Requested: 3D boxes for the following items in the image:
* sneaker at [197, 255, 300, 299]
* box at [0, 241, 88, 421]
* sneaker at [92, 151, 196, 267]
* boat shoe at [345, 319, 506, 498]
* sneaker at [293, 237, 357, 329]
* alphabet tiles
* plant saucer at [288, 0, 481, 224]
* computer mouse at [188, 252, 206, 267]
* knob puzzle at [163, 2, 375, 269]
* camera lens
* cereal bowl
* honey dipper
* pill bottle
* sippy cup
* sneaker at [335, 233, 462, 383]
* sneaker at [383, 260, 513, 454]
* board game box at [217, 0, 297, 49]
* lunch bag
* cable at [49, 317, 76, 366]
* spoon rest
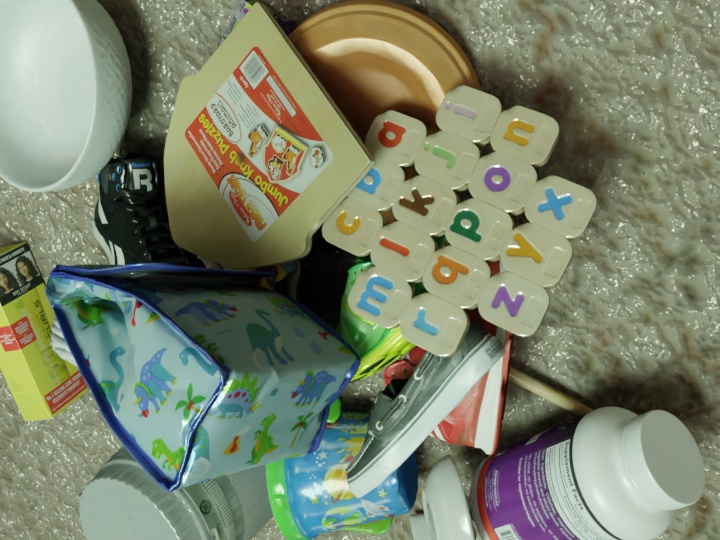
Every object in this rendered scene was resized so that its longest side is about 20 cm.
[{"bbox_3d":[-0.104,-0.019,0.786,0.089,0.075,0.202,-14,104,32],"label":"sneaker"},{"bbox_3d":[-0.399,0.074,0.996,0.050,0.075,0.202,-8,108,26],"label":"box"},{"bbox_3d":[-0.212,-0.047,0.816,0.200,0.073,0.113,42,131,39],"label":"sneaker"},{"bbox_3d":[0.042,0.113,0.708,0.057,0.069,0.200,43,117,10],"label":"boat shoe"},{"bbox_3d":[0.000,0.000,0.787,0.199,0.076,0.091,-28,96,30],"label":"sneaker"},{"bbox_3d":[0.072,-0.040,0.650,0.194,0.015,0.201,25,88,24],"label":"alphabet tiles"},{"bbox_3d":[0.007,-0.128,0.725,0.198,0.038,0.202,7,121,11],"label":"plant saucer"},{"bbox_3d":[-0.127,0.035,0.867,0.200,0.034,0.059,41,162,4],"label":"computer mouse"},{"bbox_3d":[-0.096,-0.091,0.719,0.218,0.030,0.222,2,94,31],"label":"knob puzzle"},{"bbox_3d":[-0.171,0.226,0.882,0.159,0.200,0.161,13,117,26],"label":"camera lens"},{"bbox_3d":[-0.292,-0.178,0.814,0.198,0.083,0.202,4,98,31],"label":"cereal bowl"},{"bbox_3d":[0.165,0.111,0.785,0.199,0.038,0.038,29,121,7],"label":"honey dipper"},{"bbox_3d":[0.195,0.190,0.737,0.113,0.112,0.200,49,136,-3],"label":"pill bottle"},{"bbox_3d":[-0.012,0.202,0.855,0.129,0.178,0.141,-10,75,16],"label":"sippy cup"},{"bbox_3d":[0.016,0.032,0.713,0.200,0.074,0.084,-41,71,20],"label":"sneaker"},{"bbox_3d":[0.076,0.062,0.737,0.114,0.078,0.202,7,103,12],"label":"sneaker"},{"bbox_3d":[-0.101,-0.140,0.795,0.119,0.032,0.201,33,122,2],"label":"board game box"},{"bbox_3d":[-0.127,0.057,0.663,0.199,0.169,0.128,35,106,31],"label":"lunch bag"},{"bbox_3d":[-0.211,0.077,0.851,0.198,0.200,0.070,17,84,-19],"label":"cable"},{"bbox_3d":[0.089,0.240,0.818,0.060,0.200,0.100,-10,68,-8],"label":"spoon rest"}]
